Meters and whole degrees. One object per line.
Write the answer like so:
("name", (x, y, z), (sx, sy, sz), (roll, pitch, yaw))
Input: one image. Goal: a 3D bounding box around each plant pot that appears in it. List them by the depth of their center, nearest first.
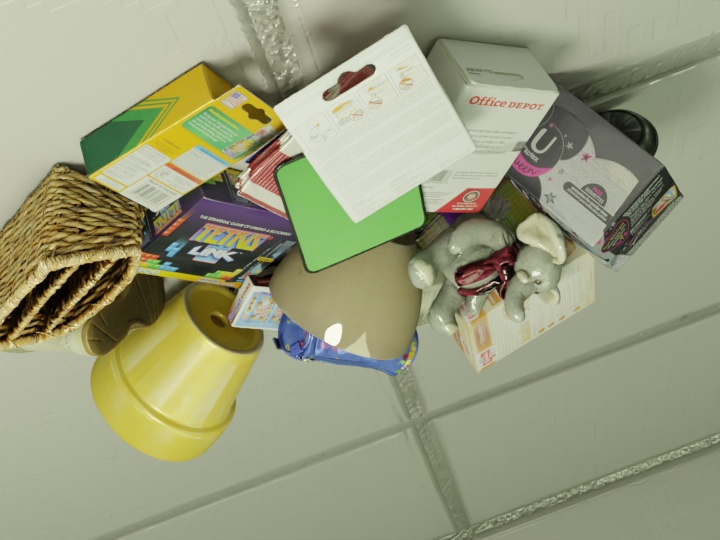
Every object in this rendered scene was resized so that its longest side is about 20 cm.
("plant pot", (0.000, 0.000, 1.668), (0.199, 0.200, 0.135), (7, 118, -44))
("plant pot", (-0.233, 0.122, 1.768), (0.200, 0.202, 0.189), (8, 133, -45))

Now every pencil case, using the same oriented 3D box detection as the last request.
("pencil case", (-0.016, 0.091, 1.750), (0.199, 0.088, 0.078), (13, 159, -36))

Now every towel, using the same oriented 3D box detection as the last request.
("towel", (-0.026, -0.131, 1.437), (0.200, 0.023, 0.144), (-42, 140, 20))
("towel", (0.172, -0.073, 1.747), (0.200, 0.023, 0.144), (-43, 131, -1))

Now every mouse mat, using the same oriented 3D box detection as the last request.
("mouse mat", (-0.007, -0.082, 1.484), (0.160, 0.008, 0.201), (-23, 144, -6))

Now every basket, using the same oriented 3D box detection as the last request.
("basket", (-0.331, 0.010, 1.475), (0.142, 0.150, 0.200), (25, 132, -31))

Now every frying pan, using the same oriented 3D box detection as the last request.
("frying pan", (0.291, -0.166, 1.706), (0.188, 0.116, 0.031), (-1, 143, 18))

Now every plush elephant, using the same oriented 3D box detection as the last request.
("plush elephant", (0.179, 0.000, 1.636), (0.200, 0.154, 0.165), (-51, 149, -24))

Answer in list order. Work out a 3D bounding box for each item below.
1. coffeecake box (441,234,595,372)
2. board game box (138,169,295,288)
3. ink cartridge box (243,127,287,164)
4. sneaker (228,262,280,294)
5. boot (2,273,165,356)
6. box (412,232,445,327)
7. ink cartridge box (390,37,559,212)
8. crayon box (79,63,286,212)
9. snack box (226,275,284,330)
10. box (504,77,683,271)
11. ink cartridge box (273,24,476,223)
("coffeecake box", (0.219, 0.033, 1.795), (0.199, 0.073, 0.154), (-31, 151, -7))
("board game box", (-0.175, -0.051, 1.617), (0.165, 0.057, 0.199), (-36, 151, 33))
("ink cartridge box", (-0.057, -0.128, 1.503), (0.094, 0.037, 0.200), (-36, 167, 11))
("sneaker", (-0.087, 0.035, 1.819), (0.198, 0.083, 0.072), (-12, 154, -16))
("boot", (-0.349, 0.052, 1.661), (0.153, 0.073, 0.200), (-3, -161, 24))
("box", (0.104, 0.002, 1.864), (0.198, 0.110, 0.128), (-12, 153, -16))
("ink cartridge box", (0.117, -0.166, 1.537), (0.143, 0.084, 0.200), (-1, 139, -36))
("crayon box", (-0.185, -0.147, 1.421), (0.199, 0.052, 0.126), (-28, 154, 18))
("snack box", (-0.079, 0.049, 1.760), (0.199, 0.024, 0.072), (7, 127, -38))
("box", (0.269, -0.118, 1.607), (0.132, 0.200, 0.115), (-48, 149, 5))
("ink cartridge box", (0.013, -0.157, 1.375), (0.161, 0.050, 0.200), (-31, 135, 6))
